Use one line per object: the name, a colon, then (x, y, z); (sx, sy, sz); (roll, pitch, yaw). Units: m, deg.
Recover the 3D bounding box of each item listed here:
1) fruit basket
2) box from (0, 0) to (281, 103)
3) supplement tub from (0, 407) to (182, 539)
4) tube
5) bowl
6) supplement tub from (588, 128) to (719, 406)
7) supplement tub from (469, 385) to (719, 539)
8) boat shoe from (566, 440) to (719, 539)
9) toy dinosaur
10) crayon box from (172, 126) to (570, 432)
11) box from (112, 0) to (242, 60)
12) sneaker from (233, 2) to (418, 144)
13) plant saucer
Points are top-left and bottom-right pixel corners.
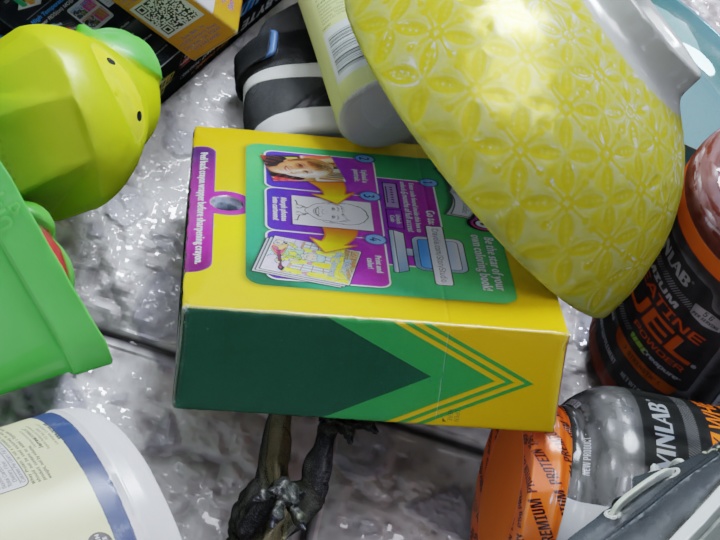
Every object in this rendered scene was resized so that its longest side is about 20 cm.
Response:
fruit basket: (-0.167, -0.052, 0.889); (0.214, 0.155, 0.217); (0, 91, -18)
box: (-0.138, -0.176, 1.071); (0.159, 0.046, 0.200); (37, 54, 9)
supplement tub: (-0.178, 0.150, 0.771); (0.199, 0.145, 0.146); (-17, 63, -27)
tube: (-0.006, -0.154, 1.027); (0.058, 0.052, 0.201); (19, 41, -37)
bowl: (0.096, -0.089, 0.906); (0.200, 0.107, 0.200); (47, 16, -18)
supplement tub: (0.194, -0.005, 0.965); (0.106, 0.200, 0.108); (9, 53, -12)
supplement tub: (0.160, 0.125, 0.913); (0.198, 0.123, 0.123); (11, 54, -11)
boat shoe: (0.129, 0.112, 0.808); (0.060, 0.076, 0.200); (25, 45, 37)
toy dinosaur: (-0.036, 0.105, 0.884); (0.047, 0.088, 0.201); (26, 53, -12)
crayon box: (0.000, 0.000, 0.923); (0.171, 0.059, 0.200); (5, 27, -6)
box: (-0.137, -0.211, 0.982); (0.200, 0.041, 0.120); (36, 45, -36)
sneaker: (0.028, -0.110, 1.063); (0.198, 0.073, 0.113); (-2, 58, -18)
plant saucer: (0.157, -0.122, 1.105); (0.199, 0.027, 0.201); (25, 31, -17)
